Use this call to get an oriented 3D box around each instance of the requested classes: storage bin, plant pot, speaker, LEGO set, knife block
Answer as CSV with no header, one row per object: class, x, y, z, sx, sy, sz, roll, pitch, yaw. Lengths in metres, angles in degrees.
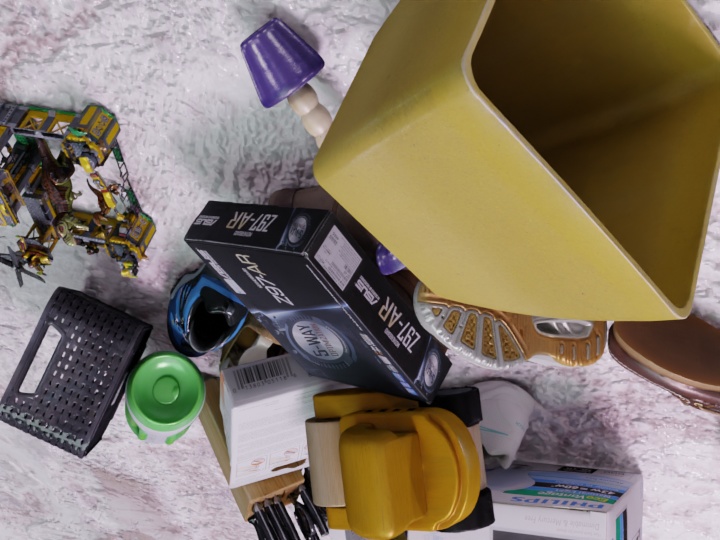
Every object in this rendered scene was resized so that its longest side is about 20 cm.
storage bin,-0.283,0.100,1.039,0.093,0.137,0.200,25,174,-6
plant pot,0.089,-0.091,0.624,0.200,0.202,0.175,41,145,-26
speaker,-0.215,0.141,1.113,0.087,0.090,0.200,25,163,-6
LEGO set,-0.276,-0.050,0.914,0.151,0.117,0.202,15,144,8
knife block,-0.120,0.237,1.152,0.197,0.177,0.064,21,144,0

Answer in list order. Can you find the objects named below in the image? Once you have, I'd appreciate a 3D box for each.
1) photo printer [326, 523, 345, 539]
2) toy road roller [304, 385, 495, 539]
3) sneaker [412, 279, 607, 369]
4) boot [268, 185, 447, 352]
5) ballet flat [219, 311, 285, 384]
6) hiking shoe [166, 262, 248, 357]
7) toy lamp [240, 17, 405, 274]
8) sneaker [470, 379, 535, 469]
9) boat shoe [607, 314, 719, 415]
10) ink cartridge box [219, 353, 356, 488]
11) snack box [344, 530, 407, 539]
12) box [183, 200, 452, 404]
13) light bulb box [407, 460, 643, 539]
photo printer,0.050,0.300,1.236,0.164,0.070,0.201,23,143,-5
toy road roller,0.014,0.171,0.892,0.197,0.125,0.145,-8,179,36
sneaker,0.109,0.045,0.834,0.198,0.077,0.087,15,171,-35
boot,0.000,0.000,0.895,0.144,0.071,0.202,13,142,22
ballet flat,-0.111,0.090,1.048,0.067,0.073,0.200,29,143,-6
hiking shoe,-0.156,0.044,1.001,0.074,0.088,0.200,27,144,-9
toy lamp,-0.018,-0.093,0.758,0.058,0.058,0.201,-21,113,43
sneaker,0.081,0.164,1.043,0.198,0.081,0.070,-14,134,40
boat shoe,0.295,0.091,0.848,0.197,0.071,0.071,19,140,2
ink cartridge box,-0.064,0.148,1.058,0.159,0.051,0.201,-13,151,-17
snack box,0.068,0.337,1.096,0.053,0.143,0.200,-39,116,16
box,-0.035,0.026,0.857,0.159,0.044,0.201,8,147,45
light bulb box,0.167,0.269,1.013,0.195,0.127,0.199,1,179,24
